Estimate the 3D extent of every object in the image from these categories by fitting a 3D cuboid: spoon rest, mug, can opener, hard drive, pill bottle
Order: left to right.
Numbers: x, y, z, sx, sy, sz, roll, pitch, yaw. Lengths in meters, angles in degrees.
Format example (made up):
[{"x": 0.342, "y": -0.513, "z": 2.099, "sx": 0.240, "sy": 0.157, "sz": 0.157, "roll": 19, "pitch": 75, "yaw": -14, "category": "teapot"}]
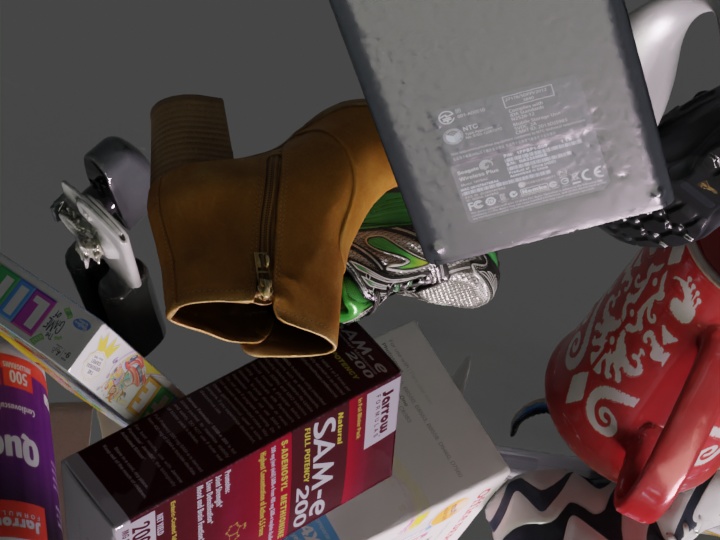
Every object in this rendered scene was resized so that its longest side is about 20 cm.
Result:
[{"x": -0.242, "y": 0.145, "z": 1.377, "sx": 0.112, "sy": 0.200, "sz": 0.112, "roll": -9, "pitch": 152, "yaw": -5, "category": "pill bottle"}, {"x": -0.136, "y": -0.006, "z": 1.285, "sx": 0.066, "sy": 0.053, "sz": 0.200, "roll": -42, "pitch": 163, "yaw": -18, "category": "can opener"}, {"x": 0.073, "y": -0.098, "z": 1.144, "sx": 0.140, "sy": 0.033, "sz": 0.200, "roll": -14, "pitch": 131, "yaw": 9, "category": "hard drive"}, {"x": 0.150, "y": -0.105, "z": 1.224, "sx": 0.099, "sy": 0.061, "sz": 0.200, "roll": 10, "pitch": 159, "yaw": -32, "category": "spoon rest"}, {"x": 0.220, "y": 0.054, "z": 1.411, "sx": 0.133, "sy": 0.178, "sz": 0.200, "roll": -2, "pitch": 146, "yaw": -22, "category": "mug"}]

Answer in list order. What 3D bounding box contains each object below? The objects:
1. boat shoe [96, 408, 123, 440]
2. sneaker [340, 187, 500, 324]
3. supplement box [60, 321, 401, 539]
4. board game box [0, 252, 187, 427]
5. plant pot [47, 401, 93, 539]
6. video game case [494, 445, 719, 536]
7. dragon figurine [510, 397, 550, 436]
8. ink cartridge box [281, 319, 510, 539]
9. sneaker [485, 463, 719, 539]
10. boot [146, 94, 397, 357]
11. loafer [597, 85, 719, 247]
[{"x": -0.142, "y": 0.115, "z": 1.514, "sx": 0.057, "sy": 0.067, "sz": 0.200, "roll": -24, "pitch": 162, "yaw": -19, "category": "boat shoe"}, {"x": 0.000, "y": 0.000, "z": 1.319, "sx": 0.200, "sy": 0.085, "sz": 0.078, "roll": 10, "pitch": 145, "yaw": -35, "category": "sneaker"}, {"x": -0.074, "y": 0.117, "z": 1.308, "sx": 0.200, "sy": 0.061, "sz": 0.109, "roll": -28, "pitch": 146, "yaw": -25, "category": "supplement box"}, {"x": -0.164, "y": 0.051, "z": 1.317, "sx": 0.034, "sy": 0.134, "sz": 0.200, "roll": -54, "pitch": 149, "yaw": -9, "category": "board game box"}, {"x": -0.285, "y": 0.208, "z": 1.508, "sx": 0.177, "sy": 0.200, "sz": 0.200, "roll": 7, "pitch": 149, "yaw": -8, "category": "plant pot"}, {"x": 0.154, "y": 0.158, "z": 1.642, "sx": 0.182, "sy": 0.023, "sz": 0.200, "roll": 5, "pitch": 167, "yaw": 43, "category": "video game case"}, {"x": 0.197, "y": 0.108, "z": 1.570, "sx": 0.200, "sy": 0.099, "sz": 0.059, "roll": -18, "pitch": 151, "yaw": 14, "category": "dragon figurine"}, {"x": -0.009, "y": 0.135, "z": 1.474, "sx": 0.200, "sy": 0.125, "sz": 0.129, "roll": -22, "pitch": 160, "yaw": -29, "category": "ink cartridge box"}, {"x": 0.191, "y": 0.193, "z": 1.477, "sx": 0.199, "sy": 0.130, "sz": 0.079, "roll": 0, "pitch": 145, "yaw": -26, "category": "sneaker"}, {"x": -0.021, "y": -0.020, "z": 1.212, "sx": 0.201, "sy": 0.144, "sz": 0.071, "roll": 3, "pitch": 150, "yaw": -25, "category": "boot"}, {"x": 0.200, "y": -0.066, "z": 1.284, "sx": 0.068, "sy": 0.070, "sz": 0.201, "roll": 38, "pitch": 150, "yaw": -13, "category": "loafer"}]
